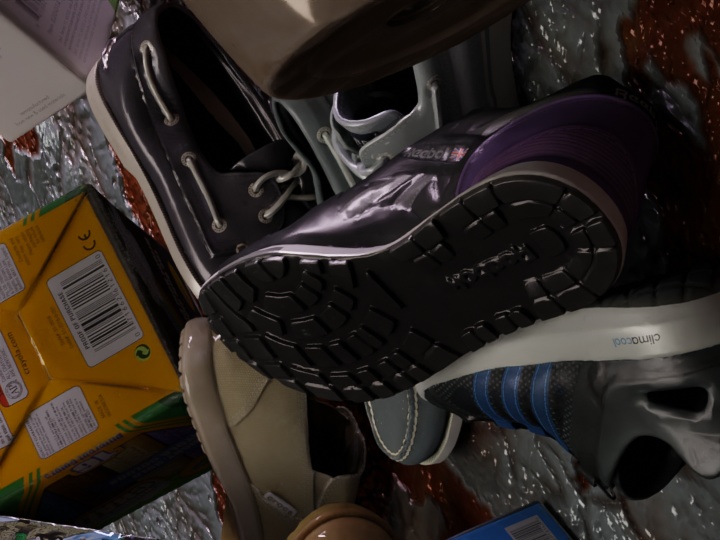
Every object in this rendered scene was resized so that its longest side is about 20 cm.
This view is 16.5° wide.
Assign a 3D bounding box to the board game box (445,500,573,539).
[{"bbox_3d":[0.097,0.236,1.053,0.200,0.056,0.196,49,148,38],"label":"board game box"}]

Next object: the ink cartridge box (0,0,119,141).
[{"bbox_3d":[-0.208,-0.170,1.186,0.067,0.117,0.200,-27,127,33],"label":"ink cartridge box"}]

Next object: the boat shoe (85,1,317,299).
[{"bbox_3d":[-0.054,-0.037,1.144,0.200,0.073,0.063,54,134,15],"label":"boat shoe"}]

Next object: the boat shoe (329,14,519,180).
[{"bbox_3d":[0.019,-0.071,0.971,0.070,0.071,0.201,38,140,49],"label":"boat shoe"}]

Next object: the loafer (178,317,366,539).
[{"bbox_3d":[-0.027,0.106,1.193,0.076,0.068,0.200,-85,-23,-57],"label":"loafer"}]

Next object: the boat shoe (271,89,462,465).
[{"bbox_3d":[0.000,0.000,1.073,0.073,0.062,0.200,32,136,52],"label":"boat shoe"}]

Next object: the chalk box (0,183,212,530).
[{"bbox_3d":[-0.139,0.057,1.282,0.125,0.124,0.200,63,-177,17],"label":"chalk box"}]

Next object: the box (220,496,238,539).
[{"bbox_3d":[-0.035,0.231,1.357,0.164,0.021,0.200,52,150,33],"label":"box"}]

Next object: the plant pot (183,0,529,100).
[{"bbox_3d":[-0.016,-0.159,0.829,0.174,0.200,0.200,66,155,9],"label":"plant pot"}]

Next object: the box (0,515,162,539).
[{"bbox_3d":[-0.124,0.151,1.208,0.200,0.136,0.038,34,-116,-66],"label":"box"}]

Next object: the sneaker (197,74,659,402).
[{"bbox_3d":[0.030,-0.013,0.930,0.200,0.088,0.076,-17,120,39],"label":"sneaker"}]

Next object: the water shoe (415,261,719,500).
[{"bbox_3d":[0.082,0.051,0.929,0.200,0.071,0.079,-18,89,65],"label":"water shoe"}]

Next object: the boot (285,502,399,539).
[{"bbox_3d":[0.001,0.202,1.039,0.200,0.066,0.175,-152,74,-75],"label":"boot"}]
